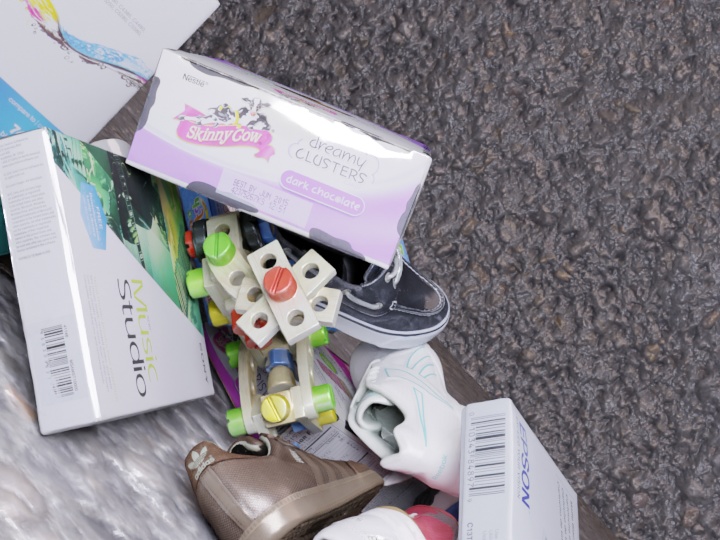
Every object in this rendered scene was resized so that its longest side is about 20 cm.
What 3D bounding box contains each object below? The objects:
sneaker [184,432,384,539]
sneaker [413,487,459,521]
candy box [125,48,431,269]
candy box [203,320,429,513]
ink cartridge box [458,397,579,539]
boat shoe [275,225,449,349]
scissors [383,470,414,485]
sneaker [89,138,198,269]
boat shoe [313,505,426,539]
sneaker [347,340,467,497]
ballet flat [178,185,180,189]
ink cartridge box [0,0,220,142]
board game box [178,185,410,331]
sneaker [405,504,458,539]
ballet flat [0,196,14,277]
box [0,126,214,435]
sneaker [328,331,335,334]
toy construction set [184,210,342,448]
[{"bbox_3d":[-0.042,0.127,0.707,0.076,0.070,0.200,46,4,15],"label":"sneaker"},{"bbox_3d":[0.097,0.224,0.955,0.078,0.075,0.201,58,-3,37],"label":"sneaker"},{"bbox_3d":[-0.042,-0.075,0.747,0.165,0.073,0.200,23,9,0],"label":"candy box"},{"bbox_3d":[-0.032,0.115,0.938,0.200,0.061,0.137,43,8,-46],"label":"candy box"},{"bbox_3d":[0.117,0.220,0.768,0.201,0.040,0.202,53,33,-45],"label":"ink cartridge box"},{"bbox_3d":[0.000,0.000,0.857,0.198,0.068,0.073,22,48,-32],"label":"boat shoe"},{"bbox_3d":[0.046,0.155,0.902,0.073,0.014,0.200,51,7,-4],"label":"scissors"},{"bbox_3d":[-0.159,-0.012,0.913,0.117,0.073,0.200,64,6,19],"label":"sneaker"},{"bbox_3d":[0.029,0.225,0.623,0.069,0.071,0.201,0,49,-46],"label":"boat shoe"},{"bbox_3d":[0.026,0.095,0.875,0.079,0.071,0.200,16,14,-25],"label":"sneaker"},{"bbox_3d":[-0.096,-0.049,0.981,0.200,0.071,0.069,68,4,-67],"label":"ballet flat"},{"bbox_3d":[-0.236,-0.203,0.909,0.146,0.200,0.147,43,6,-28],"label":"ink cartridge box"},{"bbox_3d":[-0.046,-0.029,0.913,0.198,0.036,0.154,5,61,-42],"label":"board game box"},{"bbox_3d":[0.030,0.192,0.794,0.087,0.074,0.200,44,5,-6],"label":"sneaker"},{"bbox_3d":[-0.204,-0.037,0.664,0.067,0.068,0.200,37,1,15],"label":"ballet flat"},{"bbox_3d":[-0.136,0.008,0.653,0.200,0.036,0.147,16,63,-82],"label":"box"},{"bbox_3d":[-0.085,0.029,1.010,0.200,0.090,0.079,54,14,-66],"label":"sneaker"},{"bbox_3d":[-0.061,0.039,0.738,0.201,0.090,0.133,95,-12,-59],"label":"toy construction set"}]
